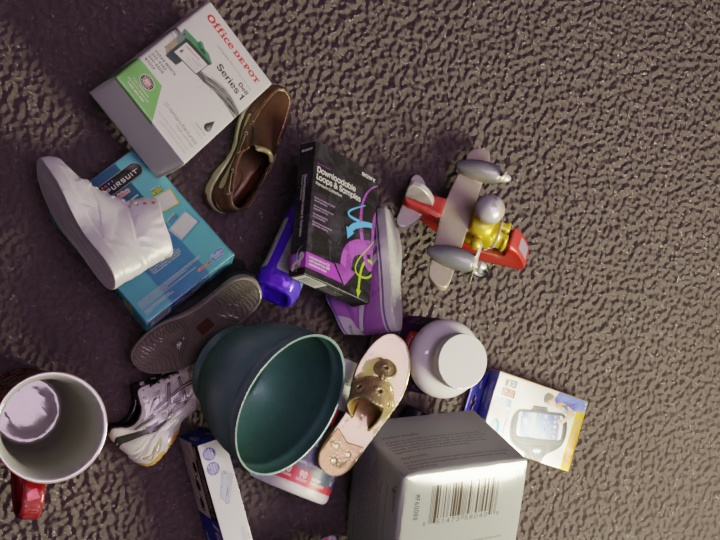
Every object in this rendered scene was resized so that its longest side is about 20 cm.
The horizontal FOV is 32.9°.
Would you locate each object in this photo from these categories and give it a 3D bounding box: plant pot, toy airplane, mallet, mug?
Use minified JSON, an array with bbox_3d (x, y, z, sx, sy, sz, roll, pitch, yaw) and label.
[{"bbox_3d":[-0.137,0.151,1.609,0.200,0.134,0.201,-31,133,-39],"label":"plant pot"},{"bbox_3d":[0.154,-0.081,1.811,0.199,0.141,0.200,-14,79,-34],"label":"toy airplane"},{"bbox_3d":[0.125,0.286,1.864,0.200,0.041,0.066,43,75,-23],"label":"mallet"},{"bbox_3d":[-0.418,0.201,1.524,0.133,0.200,0.178,40,76,-20],"label":"mug"}]

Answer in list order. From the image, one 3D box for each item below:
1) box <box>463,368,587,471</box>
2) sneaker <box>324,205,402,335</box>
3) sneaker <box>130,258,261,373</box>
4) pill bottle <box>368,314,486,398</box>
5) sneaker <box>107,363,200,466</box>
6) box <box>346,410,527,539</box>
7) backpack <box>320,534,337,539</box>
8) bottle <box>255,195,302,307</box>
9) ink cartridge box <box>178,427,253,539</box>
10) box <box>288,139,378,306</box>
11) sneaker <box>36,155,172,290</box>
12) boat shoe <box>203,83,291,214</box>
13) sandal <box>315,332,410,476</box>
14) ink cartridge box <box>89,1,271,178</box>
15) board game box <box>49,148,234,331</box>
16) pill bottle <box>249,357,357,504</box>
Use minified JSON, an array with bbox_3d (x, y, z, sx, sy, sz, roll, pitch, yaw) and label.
[{"bbox_3d":[0.256,0.233,1.919,0.200,0.041,0.119,20,83,-26],"label":"box"},{"bbox_3d":[0.000,0.000,1.782,0.073,0.114,0.201,53,33,-54],"label":"sneaker"},{"bbox_3d":[-0.227,0.063,1.675,0.200,0.106,0.075,-33,113,-1],"label":"sneaker"},{"bbox_3d":[0.098,0.123,1.756,0.112,0.200,0.113,0,90,-24],"label":"pill bottle"},{"bbox_3d":[-0.265,0.166,1.661,0.088,0.076,0.200,39,75,-20],"label":"sneaker"},{"bbox_3d":[0.104,0.329,1.754,0.199,0.171,0.200,-4,112,-24],"label":"box"},{"bbox_3d":[-0.067,0.482,1.701,0.177,0.151,0.200,-20,139,-33],"label":"backpack"},{"bbox_3d":[-0.085,-0.049,1.734,0.065,0.084,0.200,23,67,2],"label":"bottle"},{"bbox_3d":[-0.195,0.323,1.685,0.044,0.094,0.200,-18,98,-23],"label":"ink cartridge box"},{"bbox_3d":[-0.035,-0.065,1.703,0.143,0.036,0.200,25,60,-46],"label":"box"},{"bbox_3d":[-0.325,-0.078,1.576,0.116,0.074,0.200,-29,77,-32],"label":"sneaker"},{"bbox_3d":[-0.141,-0.167,1.707,0.075,0.075,0.203,29,81,-36],"label":"boat shoe"},{"bbox_3d":[0.013,0.187,1.645,0.078,0.070,0.212,31,85,-12],"label":"sandal"},{"bbox_3d":[-0.237,-0.244,1.632,0.146,0.084,0.200,52,54,-16],"label":"ink cartridge box"},{"bbox_3d":[-0.291,-0.044,1.626,0.151,0.047,0.200,-39,84,-19],"label":"board game box"},{"bbox_3d":[-0.067,0.217,1.728,0.119,0.120,0.200,26,80,-23],"label":"pill bottle"}]
